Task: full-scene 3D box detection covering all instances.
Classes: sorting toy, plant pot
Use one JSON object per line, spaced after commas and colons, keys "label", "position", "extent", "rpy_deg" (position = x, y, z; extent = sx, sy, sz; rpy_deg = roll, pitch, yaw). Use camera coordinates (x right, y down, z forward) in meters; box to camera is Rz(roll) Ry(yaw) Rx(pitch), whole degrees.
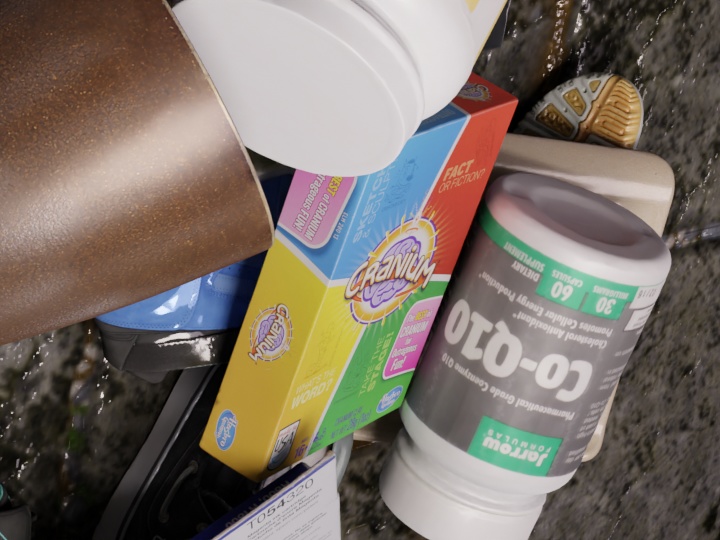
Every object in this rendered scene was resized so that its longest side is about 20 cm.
{"label": "sorting toy", "position": [0.082, 0.018, 1.327], "extent": [0.185, 0.036, 0.200], "rpy_deg": [7, 110, -14]}
{"label": "plant pot", "position": [-0.171, -0.042, 0.991], "extent": [0.200, 0.187, 0.187], "rpy_deg": [-30, 136, -10]}

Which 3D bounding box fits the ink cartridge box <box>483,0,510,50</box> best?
{"label": "ink cartridge box", "position": [0.053, -0.214, 1.218], "extent": [0.095, 0.037, 0.200], "rpy_deg": [-14, 122, -41]}

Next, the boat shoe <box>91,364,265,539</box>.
{"label": "boat shoe", "position": [-0.090, 0.132, 1.257], "extent": [0.072, 0.068, 0.200], "rpy_deg": [23, 96, -52]}

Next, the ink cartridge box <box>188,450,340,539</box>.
{"label": "ink cartridge box", "position": [-0.096, 0.188, 1.178], "extent": [0.196, 0.043, 0.200], "rpy_deg": [-33, 149, -21]}

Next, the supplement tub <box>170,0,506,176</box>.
{"label": "supplement tub", "position": [0.005, -0.159, 1.038], "extent": [0.200, 0.145, 0.146], "rpy_deg": [-62, 146, -28]}

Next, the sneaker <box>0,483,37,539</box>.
{"label": "sneaker", "position": [-0.189, 0.159, 1.163], "extent": [0.079, 0.075, 0.200], "rpy_deg": [-62, 150, -15]}

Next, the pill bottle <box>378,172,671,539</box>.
{"label": "pill bottle", "position": [0.089, 0.055, 1.267], "extent": [0.113, 0.113, 0.200], "rpy_deg": [-2, 122, -47]}

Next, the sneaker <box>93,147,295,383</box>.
{"label": "sneaker", "position": [-0.058, -0.012, 1.188], "extent": [0.200, 0.077, 0.111], "rpy_deg": [-29, 127, -27]}

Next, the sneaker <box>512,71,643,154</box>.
{"label": "sneaker", "position": [0.125, -0.034, 1.394], "extent": [0.088, 0.076, 0.200], "rpy_deg": [-5, 124, -58]}

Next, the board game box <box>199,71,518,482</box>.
{"label": "board game box", "position": [0.000, 0.000, 1.168], "extent": [0.153, 0.040, 0.200], "rpy_deg": [-24, 139, -56]}

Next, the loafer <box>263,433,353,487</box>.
{"label": "loafer", "position": [-0.070, 0.165, 1.313], "extent": [0.063, 0.072, 0.200], "rpy_deg": [20, 92, -33]}
